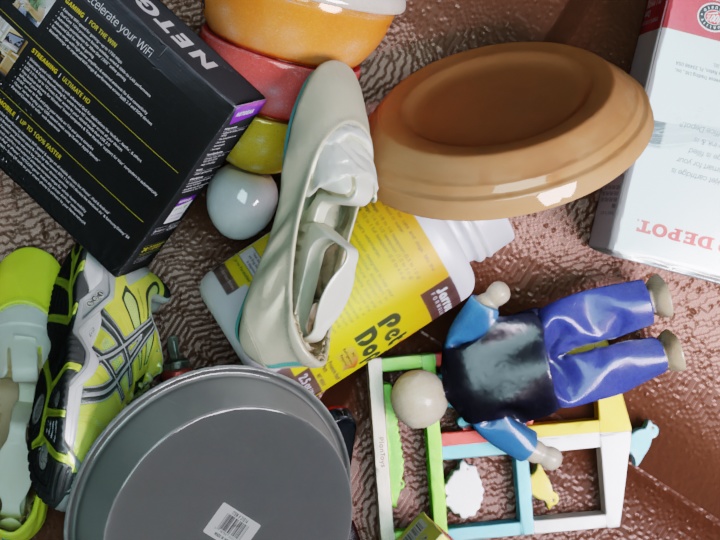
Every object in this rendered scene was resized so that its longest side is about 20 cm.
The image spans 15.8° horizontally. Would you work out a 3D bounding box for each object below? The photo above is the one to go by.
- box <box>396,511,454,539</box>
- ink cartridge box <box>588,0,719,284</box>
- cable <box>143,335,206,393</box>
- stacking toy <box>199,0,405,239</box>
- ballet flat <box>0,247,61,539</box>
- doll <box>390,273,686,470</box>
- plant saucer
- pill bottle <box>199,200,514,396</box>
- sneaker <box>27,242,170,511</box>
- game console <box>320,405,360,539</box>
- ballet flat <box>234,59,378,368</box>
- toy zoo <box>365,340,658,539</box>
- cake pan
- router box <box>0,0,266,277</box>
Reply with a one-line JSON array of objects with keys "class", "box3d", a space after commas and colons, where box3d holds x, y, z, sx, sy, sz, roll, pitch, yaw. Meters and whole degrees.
[{"class": "box", "box3d": [0.104, 0.251, 1.752, 0.200, 0.075, 0.050, 42, 89, -11]}, {"class": "ink cartridge box", "box3d": [0.250, -0.091, 1.758, 0.143, 0.084, 0.202, 14, 89, -5]}, {"class": "cable", "box3d": [-0.125, 0.143, 1.767, 0.097, 0.050, 0.202, -17, 106, -21]}, {"class": "stacking toy", "box3d": [-0.061, -0.116, 1.715, 0.145, 0.146, 0.201, 15, 102, -5]}, {"class": "ballet flat", "box3d": [-0.226, 0.086, 1.730, 0.066, 0.067, 0.202, 6, 91, -3]}, {"class": "doll", "box3d": [0.118, 0.069, 1.748, 0.198, 0.048, 0.137, -15, 103, -4]}, {"class": "plant saucer", "box3d": [0.091, -0.098, 1.689, 0.199, 0.200, 0.038, -14, 119, -4]}, {"class": "pill bottle", "box3d": [0.000, 0.000, 1.727, 0.199, 0.109, 0.110, -33, 95, -3]}, {"class": "sneaker", "box3d": [-0.166, 0.067, 1.678, 0.076, 0.075, 0.201, 21, 54, -19]}, {"class": "game console", "box3d": [-0.077, 0.206, 1.701, 0.199, 0.173, 0.119, -20, 58, -20]}, {"class": "ballet flat", "box3d": [-0.021, -0.032, 1.640, 0.069, 0.069, 0.202, 15, 89, -5]}, {"class": "toy zoo", "box3d": [0.107, 0.117, 1.785, 0.198, 0.020, 0.132, -5, 92, -5]}, {"class": "cake pan", "box3d": [-0.089, 0.160, 1.645, 0.199, 0.037, 0.202, -9, 112, -24]}, {"class": "router box", "box3d": [-0.180, -0.117, 1.685, 0.200, 0.051, 0.149, 43, 114, 10]}]
